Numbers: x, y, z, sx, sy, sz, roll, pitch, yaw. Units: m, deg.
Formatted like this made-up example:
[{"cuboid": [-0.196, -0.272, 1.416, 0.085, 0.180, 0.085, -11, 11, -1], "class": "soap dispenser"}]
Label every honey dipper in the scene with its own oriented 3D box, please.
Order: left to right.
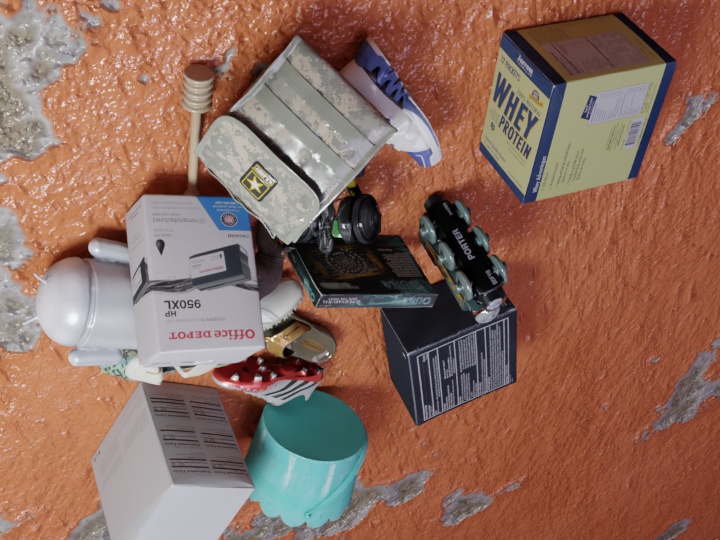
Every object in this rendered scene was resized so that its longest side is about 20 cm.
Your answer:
[{"cuboid": [-0.205, -0.159, 1.183, 0.038, 0.038, 0.201, -9, 138, -24], "class": "honey dipper"}]

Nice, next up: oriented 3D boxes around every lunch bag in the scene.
[{"cuboid": [-0.081, -0.150, 1.142, 0.164, 0.118, 0.200, 43, 98, -6], "class": "lunch bag"}]

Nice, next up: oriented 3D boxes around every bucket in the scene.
[{"cuboid": [-0.090, 0.304, 1.595, 0.205, 0.208, 0.136, -1, 126, -30], "class": "bucket"}]

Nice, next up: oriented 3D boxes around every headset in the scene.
[{"cuboid": [-0.034, -0.056, 1.287, 0.122, 0.095, 0.200, 2, 173, 3], "class": "headset"}]

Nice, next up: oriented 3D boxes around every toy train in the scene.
[{"cuboid": [0.151, -0.016, 1.429, 0.085, 0.201, 0.114, -25, 154, -10], "class": "toy train"}]

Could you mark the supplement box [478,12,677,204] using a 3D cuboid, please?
[{"cuboid": [0.296, -0.227, 1.344, 0.198, 0.135, 0.201, -13, 137, -20], "class": "supplement box"}]

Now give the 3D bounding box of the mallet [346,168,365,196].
[{"cuboid": [-0.004, -0.119, 1.292, 0.065, 0.042, 0.200, 4, 165, 17], "class": "mallet"}]

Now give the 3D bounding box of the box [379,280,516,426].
[{"cuboid": [0.149, 0.125, 1.616, 0.197, 0.124, 0.201, -22, 137, -12], "class": "box"}]

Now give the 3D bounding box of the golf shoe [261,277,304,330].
[{"cuboid": [-0.175, 0.038, 1.372, 0.198, 0.078, 0.098, -19, 131, -17], "class": "golf shoe"}]

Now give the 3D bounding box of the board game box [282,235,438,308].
[{"cuboid": [0.000, 0.000, 1.390, 0.198, 0.136, 0.028, 1, 131, -32], "class": "board game box"}]

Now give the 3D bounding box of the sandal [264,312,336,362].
[{"cuboid": [-0.112, 0.108, 1.488, 0.199, 0.054, 0.080, 24, 115, -37], "class": "sandal"}]

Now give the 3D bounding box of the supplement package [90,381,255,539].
[{"cuboid": [-0.291, 0.311, 1.473, 0.146, 0.201, 0.192, 13, 124, -39], "class": "supplement package"}]

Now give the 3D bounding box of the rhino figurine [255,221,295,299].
[{"cuboid": [-0.156, 0.006, 1.319, 0.201, 0.087, 0.060, -53, -177, -15], "class": "rhino figurine"}]

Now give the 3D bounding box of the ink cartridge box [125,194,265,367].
[{"cuboid": [-0.208, 0.013, 1.214, 0.143, 0.202, 0.084, -1, 165, -30], "class": "ink cartridge box"}]

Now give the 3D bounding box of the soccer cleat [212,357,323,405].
[{"cuboid": [-0.149, 0.180, 1.533, 0.198, 0.069, 0.086, 0, 127, -38], "class": "soccer cleat"}]

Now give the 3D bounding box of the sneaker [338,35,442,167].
[{"cuboid": [0.016, -0.201, 1.252, 0.115, 0.081, 0.200, -33, 134, 9], "class": "sneaker"}]

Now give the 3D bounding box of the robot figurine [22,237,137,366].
[{"cuboid": [-0.330, 0.043, 1.246, 0.198, 0.113, 0.172, 5, 100, -35], "class": "robot figurine"}]

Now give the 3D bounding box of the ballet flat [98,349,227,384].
[{"cuboid": [-0.277, 0.129, 1.393, 0.198, 0.075, 0.075, -14, 137, -15], "class": "ballet flat"}]
